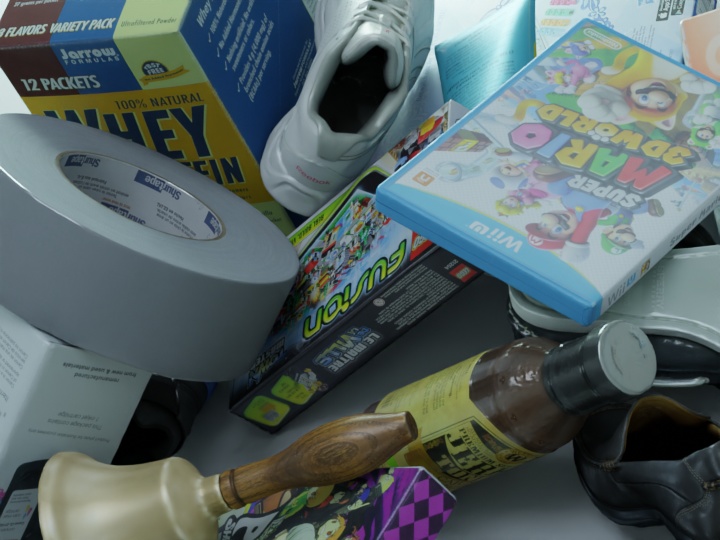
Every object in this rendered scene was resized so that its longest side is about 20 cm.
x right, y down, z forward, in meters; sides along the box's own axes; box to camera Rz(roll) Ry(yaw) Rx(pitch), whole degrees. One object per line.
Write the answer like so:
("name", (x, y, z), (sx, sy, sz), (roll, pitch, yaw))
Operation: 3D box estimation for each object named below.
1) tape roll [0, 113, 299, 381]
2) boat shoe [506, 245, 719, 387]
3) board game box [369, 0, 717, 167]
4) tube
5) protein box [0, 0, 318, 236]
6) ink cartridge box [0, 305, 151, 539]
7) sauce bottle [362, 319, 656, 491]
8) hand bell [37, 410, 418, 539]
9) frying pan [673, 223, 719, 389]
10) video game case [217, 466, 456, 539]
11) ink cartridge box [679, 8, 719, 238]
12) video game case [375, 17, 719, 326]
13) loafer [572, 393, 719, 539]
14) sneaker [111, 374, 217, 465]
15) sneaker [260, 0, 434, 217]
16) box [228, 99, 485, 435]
("tape roll", (-0.137, -0.015, 1.578), (0.200, 0.200, 0.066), (42, 113, 45))
("boat shoe", (0.178, 0.028, 1.488), (0.199, 0.060, 0.076), (11, 55, 12))
("board game box", (0.106, -0.096, 1.684), (0.198, 0.043, 0.201), (-4, 50, 25))
("tube", (0.078, -0.084, 1.626), (0.077, 0.050, 0.201), (-26, 42, 22))
("protein box", (-0.101, -0.147, 1.728), (0.134, 0.200, 0.199), (-2, 50, 27))
("ink cartridge box", (-0.220, 0.097, 1.586), (0.146, 0.083, 0.201), (40, 111, 42))
("sauce bottle", (0.076, 0.072, 1.473), (0.200, 0.065, 0.065), (-28, 32, 50))
("hand bell", (-0.061, 0.115, 1.478), (0.199, 0.104, 0.105), (-21, 44, 20))
("frying pan", (0.183, 0.026, 1.538), (0.189, 0.031, 0.115), (17, 70, 25))
("video game case", (-0.058, 0.192, 1.472), (0.181, 0.036, 0.200), (-6, 45, 55))
("ink cartridge box", (0.289, -0.096, 1.567), (0.199, 0.050, 0.163), (-18, 54, 17))
("video game case", (0.123, -0.059, 1.516), (0.143, 0.018, 0.200), (30, 49, 25))
("loafer", (0.161, 0.093, 1.428), (0.073, 0.073, 0.200), (-28, 20, -16))
("sneaker", (-0.183, 0.074, 1.660), (0.199, 0.077, 0.112), (0, 41, 20))
("sneaker", (0.009, -0.130, 1.656), (0.078, 0.099, 0.201), (23, 62, -11))
("box", (0.000, 0.000, 1.593), (0.200, 0.035, 0.110), (-39, 33, 37))
